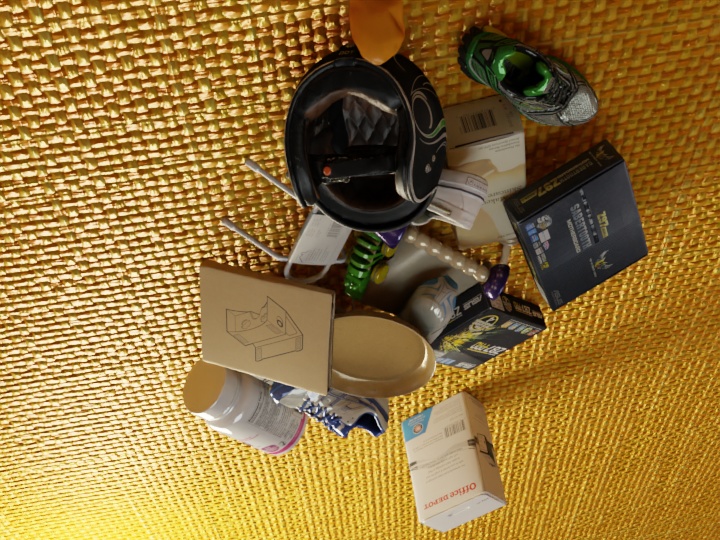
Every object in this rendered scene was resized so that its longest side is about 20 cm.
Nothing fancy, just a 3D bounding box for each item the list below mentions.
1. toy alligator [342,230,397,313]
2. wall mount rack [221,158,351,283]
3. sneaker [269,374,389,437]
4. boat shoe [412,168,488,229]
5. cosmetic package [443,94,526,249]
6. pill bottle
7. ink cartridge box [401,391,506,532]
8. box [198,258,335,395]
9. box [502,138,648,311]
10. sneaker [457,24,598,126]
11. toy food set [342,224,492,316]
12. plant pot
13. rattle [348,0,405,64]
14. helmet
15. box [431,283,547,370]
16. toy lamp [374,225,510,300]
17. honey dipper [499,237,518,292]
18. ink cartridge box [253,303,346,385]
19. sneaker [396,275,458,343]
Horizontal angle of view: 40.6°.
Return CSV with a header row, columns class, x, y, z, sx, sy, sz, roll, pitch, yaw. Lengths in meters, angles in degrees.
class,x,y,z,sx,sy,sz,roll,pitch,yaw
toy alligator,0.000,0.000,1.329,0.054,0.059,0.203,-20,136,-58
wall mount rack,-0.080,-0.069,1.259,0.170,0.076,0.201,3,141,-25
sneaker,-0.041,0.204,1.471,0.196,0.090,0.076,7,144,-23
boat shoe,0.069,-0.090,1.180,0.073,0.068,0.198,22,175,-34
cosmetic package,0.158,-0.122,1.248,0.103,0.072,0.201,-14,143,3
pill bottle,-0.185,0.216,1.567,0.112,0.115,0.199,-29,139,24
ink cartridge box,0.166,0.347,1.760,0.145,0.203,0.085,-30,140,25
box,-0.131,0.078,1.347,0.196,0.021,0.167,14,123,16
box,0.287,-0.054,1.279,0.156,0.051,0.201,-31,137,1
sneaker,0.203,-0.210,1.115,0.197,0.085,0.079,15,109,-33
toy food set,0.087,0.003,1.417,0.143,0.061,0.198,-35,146,28
plant pot,0.012,0.117,1.387,0.195,0.028,0.202,5,141,4
rattle,0.036,-0.322,0.902,0.129,0.145,0.200,30,136,-18
helmet,0.007,-0.143,1.077,0.196,0.204,0.190,-21,179,13
box,0.181,0.093,1.526,0.160,0.050,0.199,-30,153,27
toy lamp,0.101,-0.029,1.275,0.197,0.059,0.059,26,136,-6
honey dipper,0.211,-0.019,1.434,0.037,0.039,0.202,-7,147,-6
ink cartridge box,-0.089,0.112,1.480,0.143,0.085,0.199,-29,141,24
sneaker,0.087,0.073,1.411,0.072,0.072,0.200,-40,174,-33
